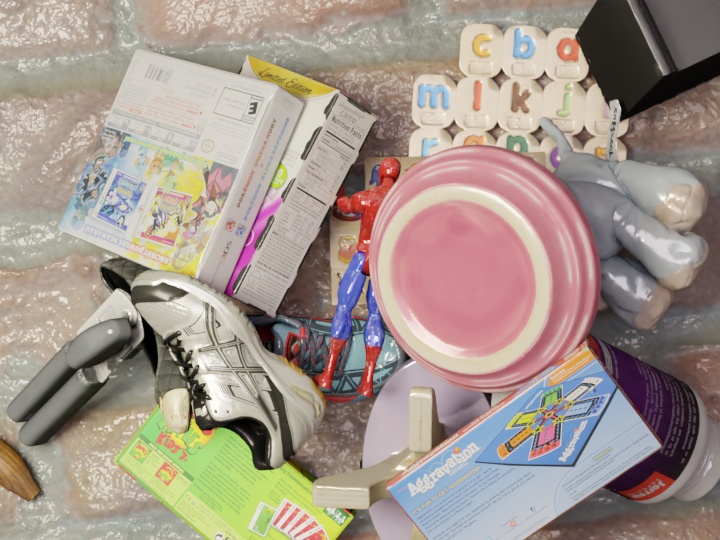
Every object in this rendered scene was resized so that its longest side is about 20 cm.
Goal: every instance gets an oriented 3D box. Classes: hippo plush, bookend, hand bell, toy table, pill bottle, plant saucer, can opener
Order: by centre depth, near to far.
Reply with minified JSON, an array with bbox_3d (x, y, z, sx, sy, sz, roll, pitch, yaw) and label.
[{"bbox_3d":[0.090,0.003,1.211,0.199,0.051,0.203,7,106,28],"label":"plant saucer"},{"bbox_3d":[0.189,-0.042,1.266,0.158,0.160,0.202,-11,89,41],"label":"hippo plush"},{"bbox_3d":[0.301,-0.223,1.288,0.197,0.200,0.093,-25,86,-2],"label":"bookend"},{"bbox_3d":[0.216,0.128,1.295,0.199,0.112,0.113,26,88,-26],"label":"pill bottle"},{"bbox_3d":[0.059,0.182,1.304,0.182,0.117,0.202,-10,99,12],"label":"toy table"},{"bbox_3d":[-0.255,0.087,1.339,0.200,0.066,0.053,-44,66,36],"label":"can opener"},{"bbox_3d":[-0.367,0.135,1.385,0.104,0.104,0.200,-42,97,0],"label":"hand bell"}]

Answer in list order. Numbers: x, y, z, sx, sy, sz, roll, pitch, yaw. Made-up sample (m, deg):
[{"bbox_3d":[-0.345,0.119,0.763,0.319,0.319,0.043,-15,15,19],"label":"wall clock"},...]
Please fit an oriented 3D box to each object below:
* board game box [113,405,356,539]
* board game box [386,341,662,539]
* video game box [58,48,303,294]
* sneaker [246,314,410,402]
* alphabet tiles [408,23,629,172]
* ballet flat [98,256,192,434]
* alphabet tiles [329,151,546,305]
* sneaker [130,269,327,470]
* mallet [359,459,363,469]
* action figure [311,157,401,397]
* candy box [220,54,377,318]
[{"bbox_3d":[-0.112,0.195,1.372,0.200,0.048,0.102,39,89,5],"label":"board game box"},{"bbox_3d":[0.129,0.154,1.211,0.199,0.019,0.103,-36,101,14],"label":"board game box"},{"bbox_3d":[-0.160,-0.089,1.338,0.199,0.047,0.183,20,83,42],"label":"video game box"},{"bbox_3d":[-0.055,0.077,1.351,0.198,0.096,0.080,1,86,3],"label":"sneaker"},{"bbox_3d":[0.144,-0.125,1.391,0.198,0.015,0.198,3,88,4],"label":"alphabet tiles"},{"bbox_3d":[-0.185,0.066,1.340,0.056,0.067,0.201,-5,46,-22],"label":"ballet flat"},{"bbox_3d":[0.071,-0.021,1.363,0.198,0.008,0.169,-2,80,0],"label":"alphabet tiles"},{"bbox_3d":[-0.119,0.084,1.257,0.200,0.076,0.088,41,62,-10],"label":"sneaker"},{"bbox_3d":[0.100,0.170,1.370,0.198,0.041,0.066,-20,88,7],"label":"mallet"},{"bbox_3d":[0.000,0.000,1.322,0.065,0.099,0.202,13,92,-14],"label":"action figure"},{"bbox_3d":[-0.088,-0.077,1.347,0.136,0.061,0.201,25,87,44],"label":"candy box"}]
